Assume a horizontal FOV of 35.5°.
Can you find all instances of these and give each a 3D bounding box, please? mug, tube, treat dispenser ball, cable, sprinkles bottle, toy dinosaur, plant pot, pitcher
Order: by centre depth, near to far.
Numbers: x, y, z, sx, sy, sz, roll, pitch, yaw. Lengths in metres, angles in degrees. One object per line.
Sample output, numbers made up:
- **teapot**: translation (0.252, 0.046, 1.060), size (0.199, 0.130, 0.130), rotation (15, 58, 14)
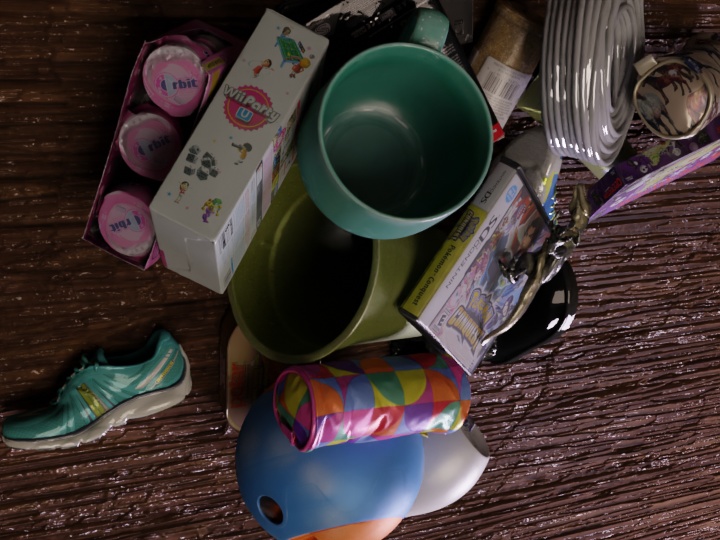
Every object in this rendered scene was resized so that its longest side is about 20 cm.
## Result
- **mug**: translation (0.034, -0.113, 0.967), size (0.185, 0.114, 0.152), rotation (-41, 93, -19)
- **cable**: translation (0.225, -0.205, 1.096), size (0.200, 0.069, 0.200), rotation (59, 46, -56)
- **sprinkles bottle**: translation (0.121, -0.169, 1.134), size (0.068, 0.068, 0.200), rotation (11, 118, -35)
- **plant pot**: translation (0.000, 0.000, 1.137), size (0.190, 0.200, 0.200), rotation (11, 119, -50)
- **toy dinosaur**: translation (0.182, -0.008, 1.149), size (0.200, 0.047, 0.088), rotation (-53, 158, -4)
- **treat dispenser ball**: translation (-0.033, 0.199, 1.196), size (0.200, 0.201, 0.201), rotation (-15, 131, -19)
- **tube**: translation (0.245, -0.158, 1.233), size (0.052, 0.058, 0.200), rotation (-15, 143, 36)
- **pitcher**: translation (0.068, 0.256, 1.419), size (0.200, 0.121, 0.172), rotation (-36, 155, 14)

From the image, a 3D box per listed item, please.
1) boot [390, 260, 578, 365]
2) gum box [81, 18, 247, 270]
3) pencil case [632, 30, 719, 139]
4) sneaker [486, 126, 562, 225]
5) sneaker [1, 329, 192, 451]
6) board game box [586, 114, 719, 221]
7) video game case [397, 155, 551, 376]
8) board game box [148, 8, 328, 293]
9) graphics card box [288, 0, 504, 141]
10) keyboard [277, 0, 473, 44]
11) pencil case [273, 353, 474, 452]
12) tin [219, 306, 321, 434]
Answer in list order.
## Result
- **boot**: translation (0.138, 0.062, 1.280), size (0.158, 0.080, 0.211), rotation (-4, 150, -28)
- **gum box**: translation (-0.162, -0.115, 0.974), size (0.066, 0.114, 0.200), rotation (26, 115, 4)
- **pencil case**: translation (0.345, -0.199, 1.171), size (0.078, 0.090, 0.200), rotation (-20, -172, 34)
- **sneaker**: translation (0.186, -0.074, 1.254), size (0.105, 0.076, 0.200), rotation (-5, 135, -41)
- **sneaker**: translation (-0.273, 0.121, 1.150), size (0.200, 0.077, 0.080), rotation (-24, 114, -18)
- **board game box**: translation (0.331, -0.117, 1.212), size (0.200, 0.032, 0.120), rotation (-26, 173, -19)
- **video game case**: translation (0.128, 0.003, 1.142), size (0.181, 0.025, 0.200), rotation (-56, 151, -6)
- **board game box**: translation (-0.100, -0.097, 0.959), size (0.200, 0.064, 0.148), rotation (-62, 177, -18)
- **graphics card box**: translation (0.036, -0.178, 1.040), size (0.125, 0.051, 0.200), rotation (-33, 120, -1)
- **keyboard**: translation (0.018, -0.215, 1.074), size (0.200, 0.021, 0.127), rotation (-14, 124, -18)
- **pencil case**: translation (0.015, 0.128, 1.081), size (0.200, 0.088, 0.089), rotation (1, 124, -34)
- **tin**: translation (-0.101, 0.102, 1.242), size (0.112, 0.042, 0.200), rotation (-13, 131, -26)
